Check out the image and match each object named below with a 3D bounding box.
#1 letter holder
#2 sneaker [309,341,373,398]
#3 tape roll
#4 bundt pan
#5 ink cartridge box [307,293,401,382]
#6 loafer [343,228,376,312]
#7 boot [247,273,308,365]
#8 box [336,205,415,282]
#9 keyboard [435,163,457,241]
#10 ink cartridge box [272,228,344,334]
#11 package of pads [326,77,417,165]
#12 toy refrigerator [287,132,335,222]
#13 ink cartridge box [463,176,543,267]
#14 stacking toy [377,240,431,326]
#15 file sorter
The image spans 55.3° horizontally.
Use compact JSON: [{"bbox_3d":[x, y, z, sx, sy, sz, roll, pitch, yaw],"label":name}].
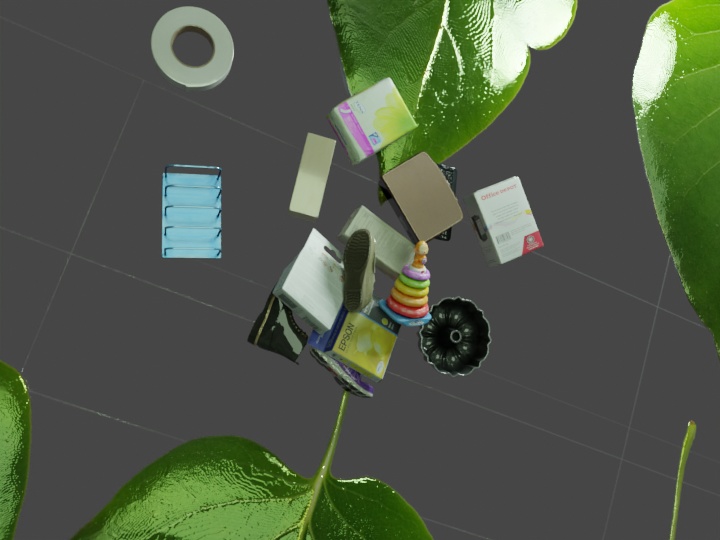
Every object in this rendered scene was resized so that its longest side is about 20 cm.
[{"bbox_3d":[0.156,-0.181,1.748,0.141,0.101,0.202,-31,88,-4],"label":"letter holder"},{"bbox_3d":[-0.033,0.231,1.684,0.200,0.081,0.083,47,68,-6],"label":"sneaker"},{"bbox_3d":[-0.409,-0.539,1.677,0.200,0.037,0.206,2,83,-17],"label":"tape roll"},{"bbox_3d":[0.232,0.170,1.768,0.199,0.076,0.205,2,84,-16],"label":"bundt pan"},{"bbox_3d":[-0.005,0.141,1.687,0.199,0.047,0.199,32,57,-13],"label":"ink cartridge box"},{"bbox_3d":[0.000,0.000,1.668,0.075,0.068,0.203,9,92,26],"label":"loafer"},{"bbox_3d":[-0.165,0.111,1.647,0.137,0.077,0.202,27,90,2],"label":"boot"},{"bbox_3d":[0.049,-0.065,1.739,0.199,0.078,0.096,37,76,-10],"label":"box"},{"bbox_3d":[0.208,-0.185,1.820,0.103,0.040,0.203,9,81,-16],"label":"keyboard"},{"bbox_3d":[-0.106,0.024,1.649,0.160,0.047,0.201,42,49,-23],"label":"ink cartridge box"},{"bbox_3d":[0.028,-0.388,1.774,0.199,0.068,0.156,-32,95,-18],"label":"package of pads"},{"bbox_3d":[-0.122,-0.229,1.713,0.075,0.070,0.203,13,80,-8],"label":"toy refrigerator"},{"bbox_3d":[0.382,-0.129,1.841,0.146,0.086,0.203,-20,88,-17],"label":"ink cartridge box"},{"bbox_3d":[0.129,0.023,1.662,0.115,0.110,0.203,-2,117,-34],"label":"stacking toy"},{"bbox_3d":[-0.388,-0.136,1.594,0.137,0.123,0.203,1,83,-17],"label":"file sorter"}]
